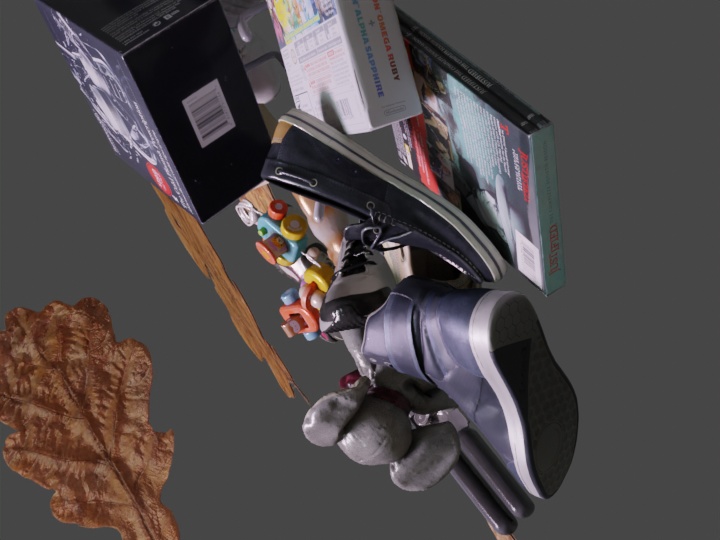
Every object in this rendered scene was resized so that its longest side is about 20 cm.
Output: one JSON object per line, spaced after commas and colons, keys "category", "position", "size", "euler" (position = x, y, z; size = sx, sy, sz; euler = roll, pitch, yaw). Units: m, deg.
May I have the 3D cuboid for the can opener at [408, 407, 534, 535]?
{"category": "can opener", "position": [0.122, 0.201, 1.101], "size": [0.067, 0.053, 0.200], "euler": [25, -160, -51]}

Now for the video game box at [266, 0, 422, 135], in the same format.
{"category": "video game box", "position": [-0.026, -0.192, 0.739], "size": [0.200, 0.047, 0.183], "euler": [-160, 51, -73]}

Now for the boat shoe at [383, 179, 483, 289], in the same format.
{"category": "boat shoe", "position": [0.069, 0.018, 0.842], "size": [0.201, 0.072, 0.065], "euler": [68, 166, -10]}

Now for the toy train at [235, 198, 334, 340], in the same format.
{"category": "toy train", "position": [-0.090, 0.010, 1.207], "size": [0.150, 0.056, 0.200], "euler": [-2, 124, 51]}

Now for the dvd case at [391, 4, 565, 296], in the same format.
{"category": "dvd case", "position": [0.073, -0.089, 0.707], "size": [0.200, 0.022, 0.146], "euler": [50, 163, 43]}

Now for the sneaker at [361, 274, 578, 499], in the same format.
{"category": "sneaker", "position": [0.085, 0.087, 0.792], "size": [0.146, 0.077, 0.203], "euler": [9, 134, 42]}

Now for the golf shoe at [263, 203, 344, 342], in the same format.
{"category": "golf shoe", "position": [-0.047, 0.000, 1.264], "size": [0.088, 0.077, 0.200], "euler": [-3, 122, 58]}

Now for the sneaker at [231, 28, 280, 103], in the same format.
{"category": "sneaker", "position": [-0.157, -0.244, 1.030], "size": [0.200, 0.070, 0.080], "euler": [47, -167, -26]}

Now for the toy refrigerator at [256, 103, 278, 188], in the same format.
{"category": "toy refrigerator", "position": [-0.166, -0.186, 1.140], "size": [0.200, 0.076, 0.070], "euler": [51, -144, -29]}

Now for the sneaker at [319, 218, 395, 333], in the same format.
{"category": "sneaker", "position": [0.000, 0.000, 0.918], "size": [0.200, 0.073, 0.080], "euler": [-59, -42, -72]}

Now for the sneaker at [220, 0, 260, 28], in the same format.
{"category": "sneaker", "position": [-0.148, -0.314, 0.948], "size": [0.079, 0.078, 0.201], "euler": [143, 109, -72]}

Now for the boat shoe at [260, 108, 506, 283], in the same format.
{"category": "boat shoe", "position": [0.015, -0.042, 0.732], "size": [0.200, 0.062, 0.075], "euler": [33, 174, 3]}

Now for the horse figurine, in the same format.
{"category": "horse figurine", "position": [-0.038, -0.064, 1.112], "size": [0.200, 0.050, 0.133], "euler": [64, 174, -26]}

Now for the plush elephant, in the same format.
{"category": "plush elephant", "position": [0.023, 0.122, 0.967], "size": [0.165, 0.155, 0.200], "euler": [40, 168, -17]}

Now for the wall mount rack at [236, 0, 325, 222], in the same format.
{"category": "wall mount rack", "position": [-0.051, -0.149, 0.930], "size": [0.174, 0.074, 0.200], "euler": [57, 168, 8]}

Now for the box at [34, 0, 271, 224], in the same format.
{"category": "box", "position": [-0.191, -0.178, 0.959], "size": [0.182, 0.104, 0.200], "euler": [36, 155, 41]}
